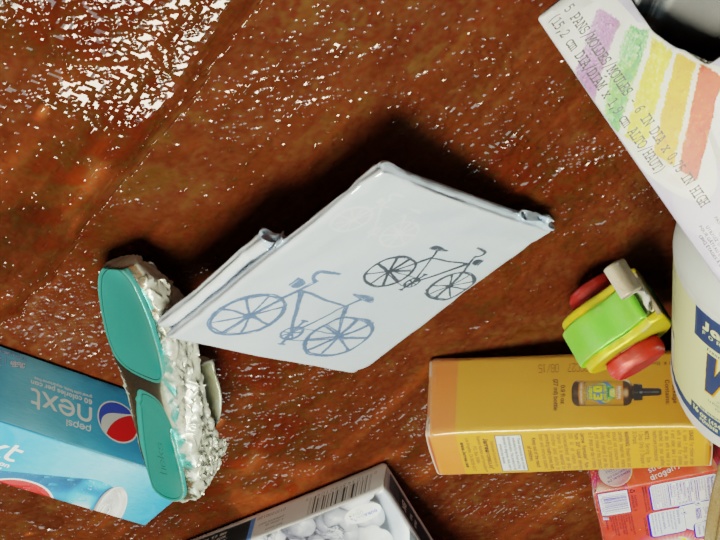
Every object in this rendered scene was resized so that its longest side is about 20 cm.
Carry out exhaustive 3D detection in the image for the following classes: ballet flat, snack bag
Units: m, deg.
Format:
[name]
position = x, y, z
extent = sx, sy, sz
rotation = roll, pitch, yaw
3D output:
[ballet flat]
position = -0.128, 0.064, 1.114
extent = 0.071, 0.072, 0.201
rotation = -6, 124, 0
[snack bag]
position = 0.000, 0.000, 1.059
extent = 0.200, 0.022, 0.188
rotation = -37, 148, 29

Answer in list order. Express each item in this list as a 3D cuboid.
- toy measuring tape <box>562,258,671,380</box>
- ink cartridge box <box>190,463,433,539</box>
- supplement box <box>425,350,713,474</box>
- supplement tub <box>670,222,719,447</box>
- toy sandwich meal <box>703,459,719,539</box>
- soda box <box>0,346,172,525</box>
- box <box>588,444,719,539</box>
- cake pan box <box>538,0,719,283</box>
[toy measuring tape]
position = 0.160, 0.032, 1.084
extent = 0.073, 0.074, 0.200
rotation = -17, 168, 13
[ink cartridge box]
position = -0.017, 0.272, 1.347
extent = 0.197, 0.043, 0.201
rotation = -24, 113, 20
[supplement box]
position = 0.148, 0.101, 1.180
extent = 0.198, 0.067, 0.069
rotation = -4, 143, 13
[supplement tub]
position = 0.268, 0.013, 1.049
extent = 0.144, 0.146, 0.201
rotation = -9, 141, 3
[toy sandwich meal]
position = 0.308, 0.150, 1.195
extent = 0.070, 0.206, 0.206
rotation = 15, 149, 25
[soda box]
position = -0.216, 0.113, 1.165
extent = 0.199, 0.065, 0.068
rotation = 24, 132, -31
[box]
position = 0.229, 0.172, 1.278
extent = 0.099, 0.096, 0.201
rotation = -12, 141, 8
[cake pan box]
position = 0.218, -0.114, 0.880
extent = 0.184, 0.052, 0.201
rotation = -33, 93, 29
